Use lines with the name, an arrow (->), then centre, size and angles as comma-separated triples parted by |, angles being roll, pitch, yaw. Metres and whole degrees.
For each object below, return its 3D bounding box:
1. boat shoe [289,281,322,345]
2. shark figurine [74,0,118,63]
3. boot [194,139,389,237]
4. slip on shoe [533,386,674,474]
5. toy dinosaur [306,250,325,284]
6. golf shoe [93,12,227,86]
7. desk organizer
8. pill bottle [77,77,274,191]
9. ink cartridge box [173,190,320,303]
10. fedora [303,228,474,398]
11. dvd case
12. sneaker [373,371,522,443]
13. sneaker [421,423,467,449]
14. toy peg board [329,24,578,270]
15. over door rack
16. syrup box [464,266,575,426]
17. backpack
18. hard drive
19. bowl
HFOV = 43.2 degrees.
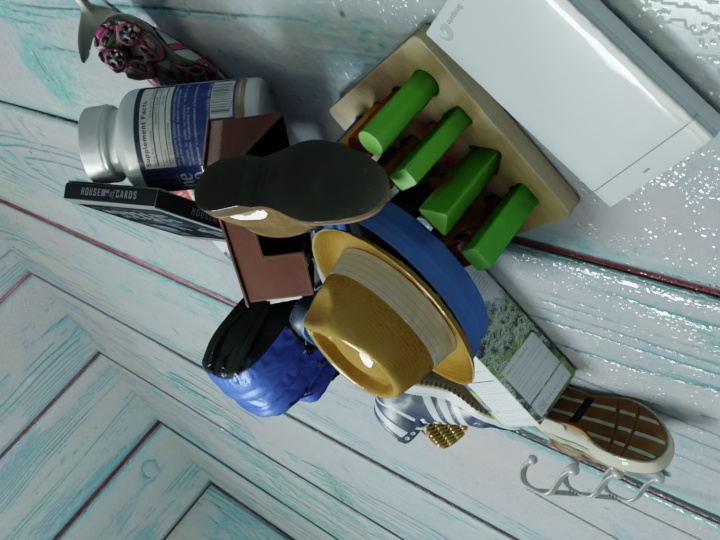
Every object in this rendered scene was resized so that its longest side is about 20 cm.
boat shoe -> -0.038, 0.048, 1.119 | 0.068, 0.085, 0.199 | 37, -169, 22
shark figurine -> -0.348, -0.345, 1.022 | 0.128, 0.090, 0.215 | 38, 155, 13
boot -> -0.049, -0.064, 0.801 | 0.197, 0.075, 0.075 | 3, 158, 35
slip on shoe -> 0.258, 0.178, 0.977 | 0.199, 0.076, 0.061 | 11, 138, 56
toy dinosaur -> 0.000, 0.000, 1.007 | 0.076, 0.200, 0.104 | 24, 110, 14
golf shoe -> -0.205, -0.226, 1.043 | 0.199, 0.073, 0.092 | 38, -160, -16
desk organizer -> -0.099, -0.059, 0.929 | 0.076, 0.072, 0.202 | -7, 137, 3
pill bottle -> -0.193, -0.142, 0.974 | 0.196, 0.112, 0.112 | -4, 145, 6
ink cartridge box -> -0.134, -0.062, 1.176 | 0.200, 0.083, 0.146 | 49, 156, -15
fedora -> 0.010, 0.053, 0.820 | 0.200, 0.082, 0.201 | 40, 161, 17
dvd case -> -0.208, -0.062, 1.024 | 0.148, 0.025, 0.199 | 7, 174, 35
sneaker -> 0.108, 0.175, 1.143 | 0.197, 0.070, 0.110 | 18, 130, 8
sneaker -> 0.080, 0.163, 1.263 | 0.201, 0.075, 0.090 | 54, 176, -33
toy peg board -> 0.054, -0.081, 0.822 | 0.200, 0.098, 0.199 | 47, 157, -10
over door rack -> 0.285, 0.256, 0.977 | 0.146, 0.068, 0.200 | 11, -167, -29
syrup box -> 0.132, 0.073, 0.991 | 0.200, 0.079, 0.081 | 46, 157, -9
backpack -> -0.111, 0.114, 1.300 | 0.162, 0.200, 0.169 | 2, 136, 55
hard drive -> 0.146, -0.142, 0.656 | 0.200, 0.027, 0.132 | 43, 157, -1
bowl -> 0.039, 0.008, 0.861 | 0.200, 0.039, 0.201 | 40, 161, 16
